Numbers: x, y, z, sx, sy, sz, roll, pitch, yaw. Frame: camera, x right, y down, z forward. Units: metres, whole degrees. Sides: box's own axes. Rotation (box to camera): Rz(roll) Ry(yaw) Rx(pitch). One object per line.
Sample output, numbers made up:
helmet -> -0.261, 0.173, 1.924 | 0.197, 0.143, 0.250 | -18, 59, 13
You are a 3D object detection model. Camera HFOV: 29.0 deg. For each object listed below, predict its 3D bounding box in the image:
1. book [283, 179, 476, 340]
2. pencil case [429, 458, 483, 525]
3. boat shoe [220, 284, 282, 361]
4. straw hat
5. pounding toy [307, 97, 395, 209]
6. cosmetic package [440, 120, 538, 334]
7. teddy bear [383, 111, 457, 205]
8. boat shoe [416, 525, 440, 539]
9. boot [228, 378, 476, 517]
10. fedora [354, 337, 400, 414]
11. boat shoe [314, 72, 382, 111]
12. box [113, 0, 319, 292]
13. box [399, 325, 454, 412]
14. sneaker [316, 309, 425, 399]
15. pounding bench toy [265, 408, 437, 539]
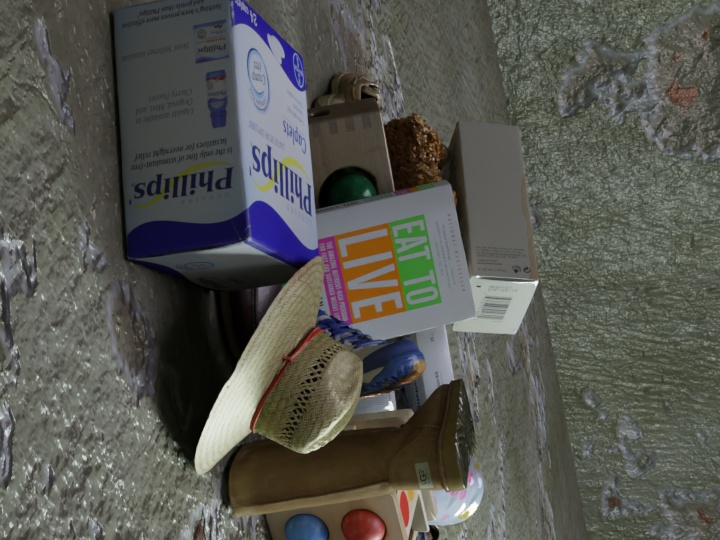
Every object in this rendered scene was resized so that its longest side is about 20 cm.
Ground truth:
book -> 0.000, 0.000, 1.325 | 0.048, 0.198, 0.135 | -124, -160, -74
pencil case -> 0.053, 0.240, 1.512 | 0.199, 0.083, 0.092 | 4, 81, -53
boat shoe -> -0.089, -0.020, 1.244 | 0.070, 0.070, 0.202 | 24, 61, -75
straw hat -> -0.045, 0.097, 1.123 | 0.202, 0.085, 0.201 | -58, 169, -18
pounding toy -> -0.039, -0.090, 1.392 | 0.200, 0.141, 0.186 | -99, 179, -78
cosmetic package -> 0.130, -0.045, 1.448 | 0.104, 0.072, 0.202 | 105, -14, -55
teddy bear -> 0.070, -0.062, 1.448 | 0.145, 0.066, 0.202 | 85, -4, -58
boat shoe -> 0.045, 0.302, 1.589 | 0.200, 0.072, 0.073 | 6, 78, -75
boot -> -0.003, 0.153, 1.225 | 0.175, 0.198, 0.067 | -53, 133, -74
fedora -> -0.006, 0.096, 1.462 | 0.177, 0.089, 0.202 | -70, 149, -64
boat shoe -> -0.003, -0.197, 1.684 | 0.200, 0.064, 0.072 | -63, 142, -66
box -> -0.111, -0.097, 1.123 | 0.184, 0.104, 0.202 | 28, 56, -72
box -> 0.050, 0.120, 1.560 | 0.200, 0.041, 0.158 | 161, -79, -69
sneaker -> -0.028, 0.074, 1.228 | 0.075, 0.199, 0.089 | 2, 77, -46
pounding bench toy -> 0.002, 0.265, 1.333 | 0.156, 0.123, 0.202 | -71, 150, -61
